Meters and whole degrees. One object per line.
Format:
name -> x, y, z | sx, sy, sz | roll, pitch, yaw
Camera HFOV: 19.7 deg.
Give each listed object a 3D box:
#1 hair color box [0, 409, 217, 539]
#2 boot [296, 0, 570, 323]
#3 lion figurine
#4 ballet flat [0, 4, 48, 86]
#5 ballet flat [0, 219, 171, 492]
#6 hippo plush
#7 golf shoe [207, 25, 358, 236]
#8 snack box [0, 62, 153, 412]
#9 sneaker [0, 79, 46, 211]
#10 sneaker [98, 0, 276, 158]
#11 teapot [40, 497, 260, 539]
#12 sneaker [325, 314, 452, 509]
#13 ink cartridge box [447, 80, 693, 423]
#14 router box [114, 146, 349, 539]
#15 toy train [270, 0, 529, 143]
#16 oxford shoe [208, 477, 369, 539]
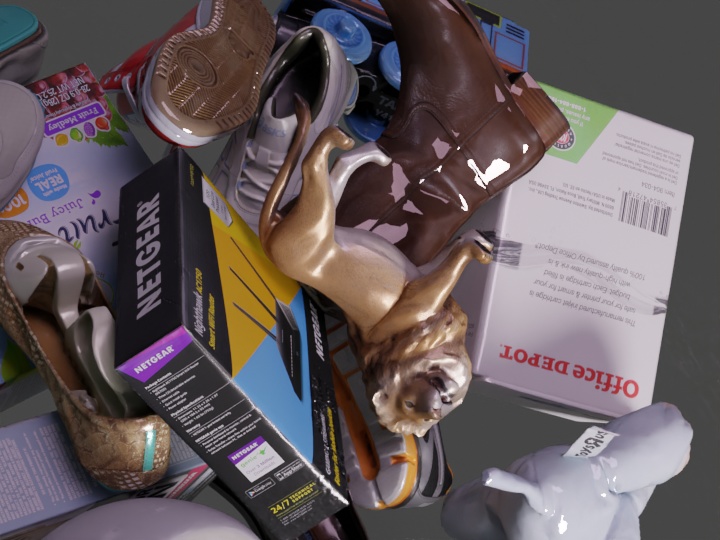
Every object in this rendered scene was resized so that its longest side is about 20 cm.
hair color box -> -0.176, 0.122, 1.179 | 0.200, 0.099, 0.061 | -16, 72, -34
boot -> 0.003, -0.082, 1.288 | 0.200, 0.064, 0.186 | -44, 90, -4
lion figurine -> 0.000, 0.000, 1.227 | 0.200, 0.123, 0.072 | 41, 12, -10
ballet flat -> -0.268, -0.106, 1.270 | 0.067, 0.064, 0.200 | 32, 38, 23
ballet flat -> -0.156, 0.030, 1.150 | 0.070, 0.065, 0.200 | -16, 57, -35
hippo plush -> 0.155, 0.181, 1.282 | 0.159, 0.200, 0.161 | -21, 82, -13
golf shoe -> -0.064, -0.067, 1.324 | 0.078, 0.097, 0.200 | 18, 76, 7
snack box -> -0.210, -0.015, 1.257 | 0.200, 0.068, 0.169 | -27, 77, -35
sneaker -> -0.253, -0.059, 1.168 | 0.077, 0.081, 0.200 | 48, 51, 10
sneaker -> -0.122, -0.106, 1.311 | 0.071, 0.112, 0.200 | 47, 25, -13
teapot -> -0.142, 0.213, 1.123 | 0.200, 0.146, 0.198 | 32, 68, -50
sneaker -> 0.005, 0.068, 1.334 | 0.077, 0.078, 0.200 | 22, 46, -49
ink cartridge box -> 0.129, -0.009, 1.380 | 0.145, 0.084, 0.200 | 16, 79, -28
router box -> -0.074, 0.039, 1.172 | 0.149, 0.051, 0.200 | 49, 15, -28
toy train -> 0.025, -0.148, 1.454 | 0.200, 0.087, 0.114 | 21, 47, -15
oxford shoe -> -0.054, 0.110, 1.263 | 0.073, 0.084, 0.200 | -33, 81, -36
